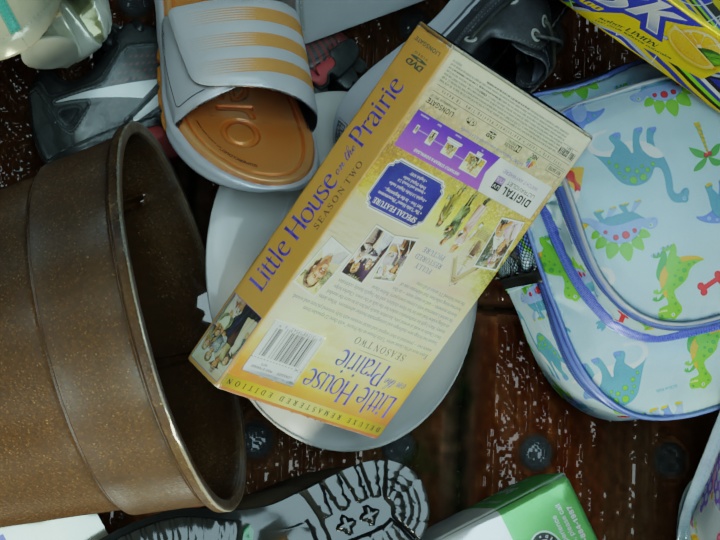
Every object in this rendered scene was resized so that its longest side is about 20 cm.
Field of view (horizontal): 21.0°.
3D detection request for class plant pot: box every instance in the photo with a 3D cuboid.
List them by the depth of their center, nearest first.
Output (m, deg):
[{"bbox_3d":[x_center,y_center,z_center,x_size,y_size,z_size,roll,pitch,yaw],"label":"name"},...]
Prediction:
[{"bbox_3d":[-0.181,0.045,0.977,0.198,0.200,0.200,-14,86,6],"label":"plant pot"}]

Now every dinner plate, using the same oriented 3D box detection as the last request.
[{"bbox_3d":[0.000,0.000,1.069,0.200,0.024,0.200,1,88,-41],"label":"dinner plate"}]

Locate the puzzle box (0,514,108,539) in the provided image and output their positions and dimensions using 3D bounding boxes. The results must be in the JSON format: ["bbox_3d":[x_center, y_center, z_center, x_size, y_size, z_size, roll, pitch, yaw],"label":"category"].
[{"bbox_3d":[-0.166,0.231,1.050,0.133,0.025,0.200,-27,89,-14],"label":"puzzle box"}]

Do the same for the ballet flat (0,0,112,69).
[{"bbox_3d":[-0.164,-0.133,1.006,0.069,0.200,0.070,1,97,6],"label":"ballet flat"}]

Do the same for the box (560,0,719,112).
[{"bbox_3d":[0.160,-0.154,1.003,0.200,0.064,0.070,33,69,-8],"label":"box"}]

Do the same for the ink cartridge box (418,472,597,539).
[{"bbox_3d":[0.048,0.219,1.067,0.200,0.084,0.146,-25,89,-14],"label":"ink cartridge box"}]

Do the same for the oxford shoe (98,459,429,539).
[{"bbox_3d":[-0.064,0.155,1.052,0.200,0.084,0.073,-13,88,-11],"label":"oxford shoe"}]

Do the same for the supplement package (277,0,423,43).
[{"bbox_3d":[0.030,-0.233,1.083,0.200,0.117,0.117,-22,58,-14],"label":"supplement package"}]

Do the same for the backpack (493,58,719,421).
[{"bbox_3d":[0.168,-0.017,1.091,0.183,0.147,0.200,-17,90,-12],"label":"backpack"}]

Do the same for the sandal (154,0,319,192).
[{"bbox_3d":[-0.072,-0.132,1.028,0.079,0.059,0.207,-4,55,-21],"label":"sandal"}]

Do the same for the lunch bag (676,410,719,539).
[{"bbox_3d":[0.272,0.149,1.086,0.170,0.200,0.127,-3,45,-11],"label":"lunch bag"}]

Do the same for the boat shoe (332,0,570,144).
[{"bbox_3d":[0.073,-0.118,1.051,0.066,0.070,0.200,33,61,32],"label":"boat shoe"}]

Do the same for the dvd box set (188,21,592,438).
[{"bbox_3d":[0.019,-0.013,0.973,0.029,0.146,0.200,41,101,36],"label":"dvd box set"}]

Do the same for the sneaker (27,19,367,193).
[{"bbox_3d":[-0.096,-0.105,1.082,0.200,0.071,0.098,-24,87,-15],"label":"sneaker"}]
